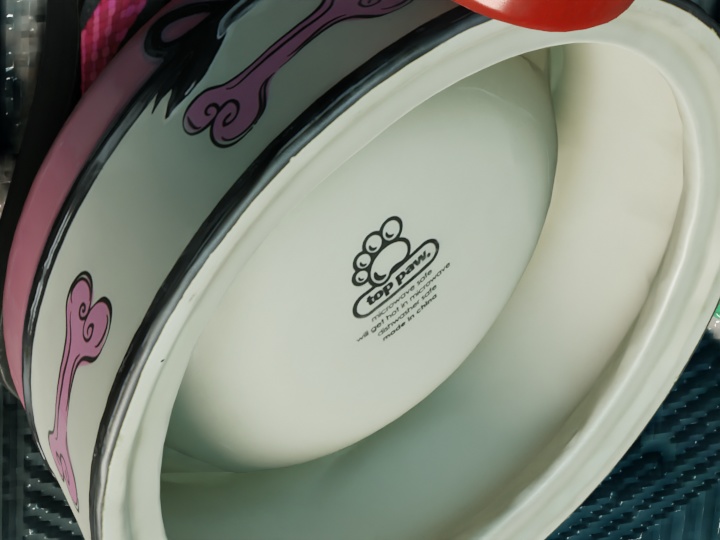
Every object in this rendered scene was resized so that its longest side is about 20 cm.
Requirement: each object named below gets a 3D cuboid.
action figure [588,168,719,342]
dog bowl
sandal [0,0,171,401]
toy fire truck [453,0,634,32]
[{"bbox_3d":[0.137,-0.048,0.791,0.200,0.055,0.118,-40,124,2],"label":"action figure"},{"bbox_3d":[0.000,0.000,0.714,0.200,0.074,0.200,-28,141,-25],"label":"dog bowl"},{"bbox_3d":[-0.043,-0.055,0.708,0.075,0.045,0.200,1,109,-36],"label":"sandal"},{"bbox_3d":[0.073,-0.144,0.656,0.200,0.168,0.112,5,134,-24],"label":"toy fire truck"}]
